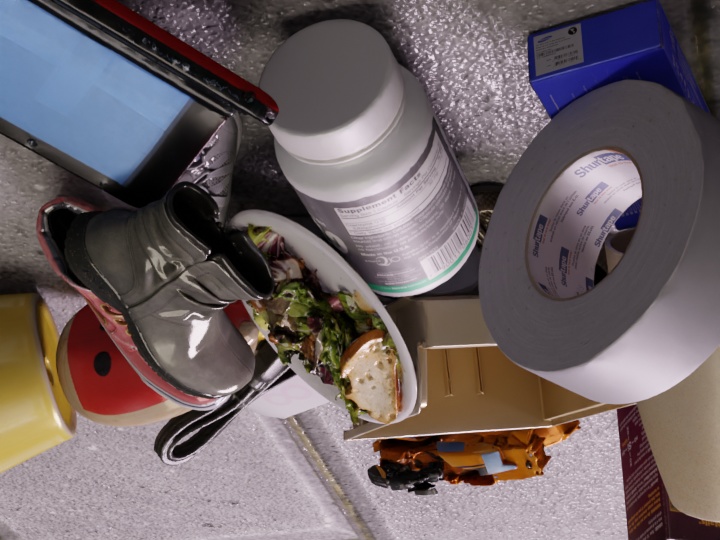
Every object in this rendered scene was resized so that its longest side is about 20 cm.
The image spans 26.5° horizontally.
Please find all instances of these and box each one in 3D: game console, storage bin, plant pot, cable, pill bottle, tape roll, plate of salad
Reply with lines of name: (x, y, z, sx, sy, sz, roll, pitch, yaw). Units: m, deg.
game console: (-0.175, -0.114, 0.970, 0.199, 0.119, 0.172, 29, -176, -22)
storage bin: (0.106, 0.077, 1.249, 0.198, 0.095, 0.198, -1, 169, -19)
plant pot: (-0.352, 0.107, 1.318, 0.187, 0.202, 0.201, -14, 148, -3)
cable: (-0.099, 0.090, 1.330, 0.200, 0.050, 0.097, -45, 149, 12)
pill bottle: (0.007, -0.076, 1.069, 0.112, 0.114, 0.200, -9, 147, 16)
tape roll: (0.166, -0.019, 0.990, 0.066, 0.202, 0.200, 23, 142, -30)
plant pot: (0.275, 0.076, 1.132, 0.185, 0.202, 0.187, -2, -169, 0)
plate of salad: (-0.039, 0.042, 1.152, 0.199, 0.048, 0.201, 36, 151, 24)

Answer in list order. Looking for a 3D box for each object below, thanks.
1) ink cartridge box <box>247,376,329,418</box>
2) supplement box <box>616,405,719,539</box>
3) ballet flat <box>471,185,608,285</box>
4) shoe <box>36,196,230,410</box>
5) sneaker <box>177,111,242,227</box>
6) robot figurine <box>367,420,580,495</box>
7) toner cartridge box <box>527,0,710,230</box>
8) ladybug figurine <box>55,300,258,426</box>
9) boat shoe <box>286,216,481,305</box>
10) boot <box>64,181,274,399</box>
ink cartridge box: (-0.142, 0.099, 1.423, 0.199, 0.058, 0.162, -27, 139, 30)
supplement box: (0.299, 0.169, 1.373, 0.109, 0.202, 0.086, 8, 149, -12)
ballet flat: (0.155, -0.010, 1.236, 0.199, 0.047, 0.067, 27, 141, -36)
shoe: (-0.174, 0.027, 1.174, 0.071, 0.200, 0.091, -40, 176, -3)
sneaker: (-0.123, -0.061, 1.125, 0.074, 0.083, 0.201, 0, 149, 2)
robot figurine: (0.100, 0.159, 1.452, 0.198, 0.145, 0.059, -7, 108, 33)
toner cartridge box: (0.195, -0.104, 1.083, 0.094, 0.044, 0.200, -11, 146, 22)
ladybug figurine: (-0.176, 0.059, 1.277, 0.198, 0.137, 0.072, -13, 138, 24)
boat shoe: (0.000, 0.000, 1.236, 0.197, 0.073, 0.066, -1, 153, 5)
boot: (-0.110, 0.022, 1.091, 0.130, 0.068, 0.200, -8, 137, 39)
